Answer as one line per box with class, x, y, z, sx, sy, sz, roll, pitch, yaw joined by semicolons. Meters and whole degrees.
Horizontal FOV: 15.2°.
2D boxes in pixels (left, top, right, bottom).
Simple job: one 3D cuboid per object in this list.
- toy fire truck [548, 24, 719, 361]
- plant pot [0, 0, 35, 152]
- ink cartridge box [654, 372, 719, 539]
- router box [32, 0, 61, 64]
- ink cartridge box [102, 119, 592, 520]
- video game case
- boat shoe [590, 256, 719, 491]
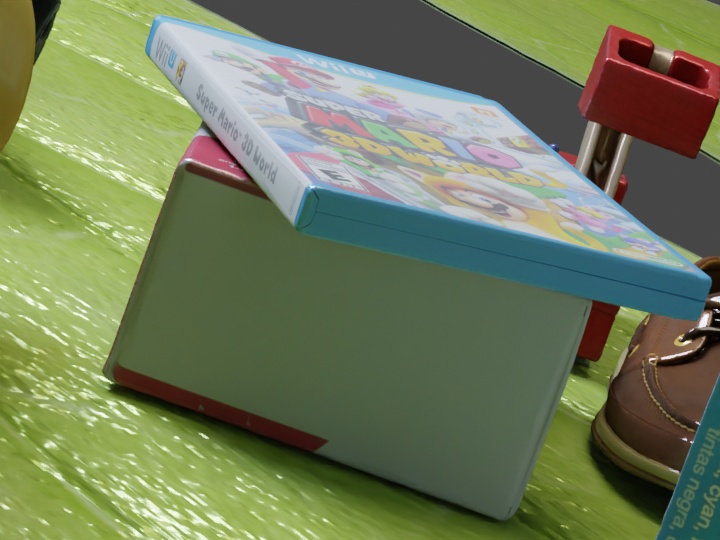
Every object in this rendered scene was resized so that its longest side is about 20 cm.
toy fire truck;0.099;-0.038;1.141;0.049;0.141;0.200;19;13;-2
plant pot;-0.195;-0.089;0.840;0.200;0.201;0.189;24;-1;20
ink cartridge box;0.192;0.099;0.701;0.200;0.145;0.147;27;15;29
router box;-0.234;-0.139;1.086;0.200;0.062;0.150;31;-1;-25
ink cartridge box;0.000;0.000;0.965;0.145;0.084;0.200;19;13;-2
video game case;0.017;-0.038;0.919;0.143;0.018;0.200;12;15;-22
boat shoe;0.131;0.040;1.031;0.072;0.068;0.200;20;13;0
